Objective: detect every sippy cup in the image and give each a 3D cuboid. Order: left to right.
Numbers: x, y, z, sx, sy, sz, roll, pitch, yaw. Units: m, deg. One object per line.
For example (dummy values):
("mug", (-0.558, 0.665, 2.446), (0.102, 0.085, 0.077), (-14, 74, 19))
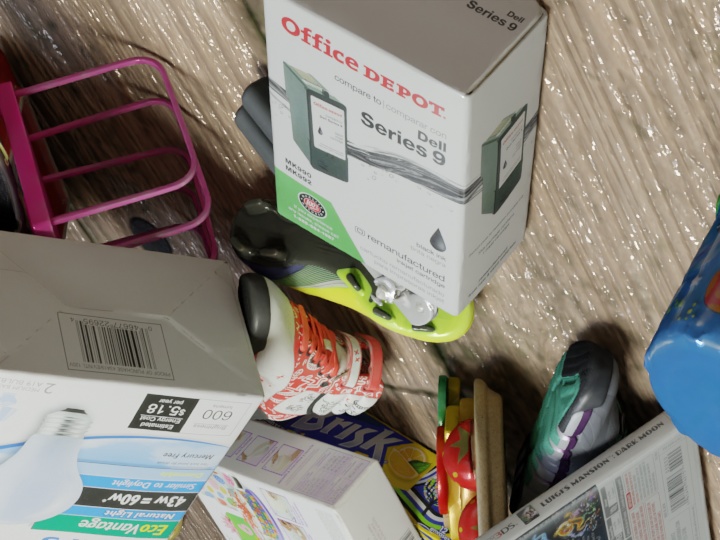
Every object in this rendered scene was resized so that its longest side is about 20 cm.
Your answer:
("sippy cup", (0.216, 0.027, 0.905), (0.139, 0.130, 0.179), (26, 148, 30))

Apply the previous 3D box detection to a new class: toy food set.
("toy food set", (0.080, 0.176, 1.246), (0.048, 0.198, 0.202), (-3, 108, 5))

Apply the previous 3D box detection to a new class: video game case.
("video game case", (0.155, 0.203, 1.178), (0.023, 0.181, 0.201), (44, 160, 43))

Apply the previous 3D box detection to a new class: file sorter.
("file sorter", (-0.172, -0.035, 1.293), (0.201, 0.124, 0.140), (84, 167, -52))

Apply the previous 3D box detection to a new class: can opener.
("can opener", (-0.006, -0.047, 1.175), (0.200, 0.066, 0.053), (48, 151, 10))

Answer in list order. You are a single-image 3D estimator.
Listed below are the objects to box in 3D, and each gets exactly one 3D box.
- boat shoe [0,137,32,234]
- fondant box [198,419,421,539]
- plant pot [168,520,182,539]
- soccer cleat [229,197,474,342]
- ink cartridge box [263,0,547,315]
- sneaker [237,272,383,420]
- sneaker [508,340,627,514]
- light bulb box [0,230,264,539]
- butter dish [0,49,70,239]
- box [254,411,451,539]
("boat shoe", (-0.265, -0.033, 1.244), (0.060, 0.071, 0.201), (-113, 15, -55))
("fondant box", (-0.044, 0.195, 1.414), (0.199, 0.058, 0.145), (11, 139, 44))
("plant pot", (-0.315, 0.220, 1.809), (0.200, 0.194, 0.196), (44, 153, 18))
("soccer cleat", (0.000, -0.001, 1.241), (0.199, 0.065, 0.084), (21, 175, 28))
("ink cartridge box", (0.023, -0.090, 1.042), (0.145, 0.084, 0.201), (30, 149, 22))
("sneaker", (-0.035, 0.054, 1.293), (0.107, 0.068, 0.202), (-2, 155, -5))
("sneaker", (0.161, 0.113, 1.185), (0.087, 0.075, 0.200), (15, 150, 0))
("light bulb box", (-0.202, 0.090, 1.213), (0.200, 0.197, 0.125), (-56, 39, 38))
("butter dish", (-0.323, -0.045, 1.406), (0.147, 0.201, 0.200), (-7, 136, 7))
("box", (0.010, 0.166, 1.433), (0.199, 0.064, 0.070), (29, 150, 24))
